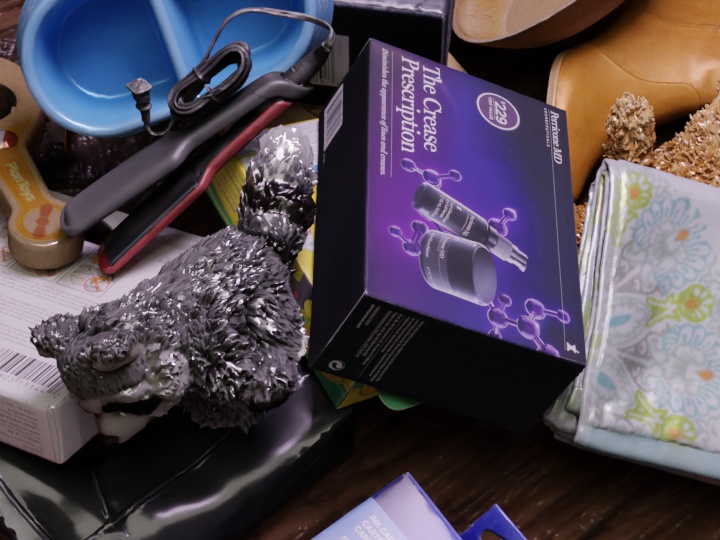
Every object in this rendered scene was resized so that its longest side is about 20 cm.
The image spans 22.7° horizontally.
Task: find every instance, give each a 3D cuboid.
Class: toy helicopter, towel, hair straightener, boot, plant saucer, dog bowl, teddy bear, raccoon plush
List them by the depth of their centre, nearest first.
[{"bbox_3d":[-0.104,-0.001,0.982,0.096,0.133,0.202,-15,62,38],"label":"raccoon plush"},{"bbox_3d":[-0.099,-0.084,1.033,0.199,0.077,0.041,-37,34,13],"label":"hair straightener"},{"bbox_3d":[0.212,0.039,1.054,0.198,0.048,0.173,16,78,-14],"label":"towel"},{"bbox_3d":[-0.124,0.096,1.054,0.199,0.066,0.165,-38,73,-18],"label":"boot"},{"bbox_3d":[-0.113,-0.143,1.066,0.198,0.113,0.050,-18,16,5],"label":"dog bowl"},{"bbox_3d":[0.211,-0.049,1.120,0.198,0.147,0.067,-20,18,-17],"label":"teddy bear"},{"bbox_3d":[-0.217,-0.072,1.132,0.131,0.079,0.200,-16,47,-24],"label":"toy helicopter"},{"bbox_3d":[0.197,-0.116,1.175,0.142,0.071,0.203,7,54,10],"label":"boot"},{"bbox_3d":[0.149,-0.213,1.198,0.035,0.199,0.201,45,61,-24],"label":"plant saucer"}]

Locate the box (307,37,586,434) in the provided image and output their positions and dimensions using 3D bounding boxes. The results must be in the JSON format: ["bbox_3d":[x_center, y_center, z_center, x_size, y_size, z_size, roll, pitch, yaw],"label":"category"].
[{"bbox_3d":[0.050,-0.022,1.043,0.140,0.079,0.202,19,46,-20],"label":"box"}]

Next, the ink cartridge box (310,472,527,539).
[{"bbox_3d":[0.012,0.210,0.987,0.199,0.077,0.137,-33,65,-20],"label":"ink cartridge box"}]

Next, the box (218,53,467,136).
[{"bbox_3d":[-0.025,-0.128,1.211,0.163,0.021,0.201,-31,66,-16],"label":"box"}]

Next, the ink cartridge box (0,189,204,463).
[{"bbox_3d":[-0.202,0.023,1.077,0.198,0.045,0.176,17,39,28],"label":"ink cartridge box"}]

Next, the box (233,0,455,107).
[{"bbox_3d":[-0.030,-0.221,1.184,0.194,0.118,0.202,7,60,3],"label":"box"}]

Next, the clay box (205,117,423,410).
[{"bbox_3d":[0.000,0.000,1.082,0.114,0.048,0.201,-14,64,-38],"label":"clay box"}]
